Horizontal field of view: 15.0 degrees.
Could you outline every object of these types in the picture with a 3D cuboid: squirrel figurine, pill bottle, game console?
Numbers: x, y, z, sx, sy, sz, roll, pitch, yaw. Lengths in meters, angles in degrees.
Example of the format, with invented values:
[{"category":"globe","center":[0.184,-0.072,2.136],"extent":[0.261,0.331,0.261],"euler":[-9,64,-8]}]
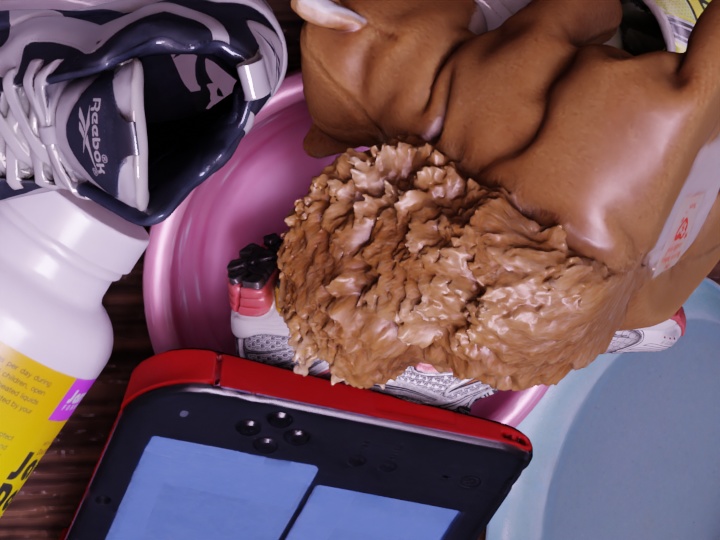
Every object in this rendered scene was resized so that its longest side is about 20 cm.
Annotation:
[{"category":"squirrel figurine","center":[0.040,-0.045,1.106],"extent":[0.187,0.142,0.200],"euler":[27,59,21]},{"category":"pill bottle","center":[-0.178,0.047,1.205],"extent":[0.104,0.104,0.200],"euler":[33,99,-15]},{"category":"game console","center":[-0.036,0.111,1.223],"extent":[0.177,0.031,0.200],"euler":[16,142,-10]}]

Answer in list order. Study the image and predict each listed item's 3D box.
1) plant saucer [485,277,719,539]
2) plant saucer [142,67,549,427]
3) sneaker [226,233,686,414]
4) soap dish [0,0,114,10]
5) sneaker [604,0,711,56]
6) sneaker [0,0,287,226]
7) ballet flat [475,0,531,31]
[{"category":"plant saucer","center":[0.124,0.098,1.218],"extent":[0.027,0.200,0.200],"euler":[18,102,-29]},{"category":"plant saucer","center":[0.000,0.000,1.246],"extent":[0.200,0.051,0.201],"euler":[-2,104,-7]},{"category":"sneaker","center":[0.043,0.025,1.202],"extent":[0.200,0.078,0.082],"euler":[-2,114,-1]},{"category":"soap dish","center":[-0.131,-0.152,1.171],"extent":[0.157,0.081,0.200],"euler":[14,103,-11]},{"category":"sneaker","center":[0.146,-0.083,1.213],"extent":[0.200,0.075,0.076],"euler":[50,55,-22]},{"category":"sneaker","center":[-0.122,-0.058,1.087],"extent":[0.199,0.130,0.080],"euler":[-11,105,-5]},{"category":"ballet flat","center":[0.050,-0.143,1.201],"extent":[0.069,0.069,0.200],"euler":[-41,104,4]}]
